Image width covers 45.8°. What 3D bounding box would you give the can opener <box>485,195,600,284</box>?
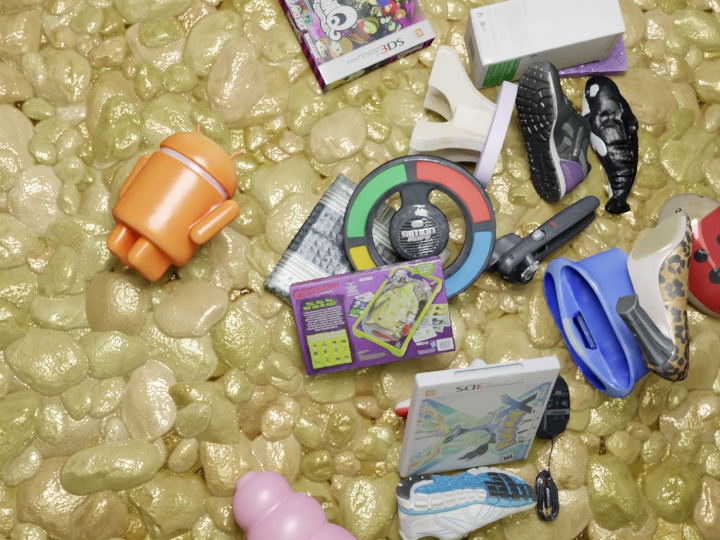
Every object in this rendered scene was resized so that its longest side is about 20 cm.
[{"bbox_3d":[0.257,-0.048,1.177,0.198,0.064,0.079,-31,68,-17],"label":"can opener"}]

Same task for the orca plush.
[{"bbox_3d":[0.362,-0.186,1.217,0.103,0.071,0.204,7,81,-10],"label":"orca plush"}]

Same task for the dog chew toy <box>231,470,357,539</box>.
[{"bbox_3d":[-0.082,0.332,1.040,0.124,0.125,0.201,-39,83,-13],"label":"dog chew toy"}]

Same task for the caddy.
[{"bbox_3d":[0.319,0.069,1.139,0.104,0.141,0.203,-25,87,-16],"label":"caddy"}]

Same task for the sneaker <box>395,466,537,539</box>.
[{"bbox_3d":[0.136,0.314,1.116,0.196,0.075,0.088,0,109,-14],"label":"sneaker"}]

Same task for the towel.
[{"bbox_3d":[0.000,0.000,1.148,0.198,0.035,0.194,34,75,-2],"label":"towel"}]

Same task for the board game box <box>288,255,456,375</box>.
[{"bbox_3d":[0.016,0.059,1.089,0.196,0.032,0.122,-10,105,6],"label":"board game box"}]

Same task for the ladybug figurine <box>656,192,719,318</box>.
[{"bbox_3d":[0.508,-0.022,1.221,0.135,0.072,0.201,-34,90,-13],"label":"ladybug figurine"}]

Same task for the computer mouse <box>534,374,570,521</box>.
[{"bbox_3d":[0.253,0.238,1.162,0.058,0.034,0.204,9,84,-39],"label":"computer mouse"}]

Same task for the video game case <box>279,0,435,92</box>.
[{"bbox_3d":[-0.016,-0.375,1.190,0.179,0.036,0.203,-25,87,-14],"label":"video game case"}]

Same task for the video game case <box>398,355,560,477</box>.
[{"bbox_3d":[0.145,0.188,1.073,0.179,0.202,0.022,-6,47,-11],"label":"video game case"}]

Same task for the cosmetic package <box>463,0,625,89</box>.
[{"bbox_3d":[0.249,-0.327,1.178,0.196,0.108,0.086,-12,83,2],"label":"cosmetic package"}]

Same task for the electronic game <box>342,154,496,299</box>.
[{"bbox_3d":[0.075,-0.048,1.086,0.196,0.042,0.204,1,114,3],"label":"electronic game"}]

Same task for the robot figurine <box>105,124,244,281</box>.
[{"bbox_3d":[-0.229,-0.087,1.069,0.116,0.143,0.202,39,76,-26],"label":"robot figurine"}]

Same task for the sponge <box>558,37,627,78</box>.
[{"bbox_3d":[0.324,-0.386,1.259,0.109,0.030,0.204,-7,85,-11],"label":"sponge"}]

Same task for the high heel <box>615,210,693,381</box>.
[{"bbox_3d":[0.394,0.033,1.075,0.143,0.071,0.201,50,59,-22],"label":"high heel"}]

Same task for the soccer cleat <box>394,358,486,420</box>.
[{"bbox_3d":[0.138,0.162,1.133,0.196,0.069,0.087,-2,71,-12],"label":"soccer cleat"}]

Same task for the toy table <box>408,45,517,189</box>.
[{"bbox_3d":[0.133,-0.193,1.133,0.115,0.200,0.187,18,113,3],"label":"toy table"}]

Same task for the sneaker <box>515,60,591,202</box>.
[{"bbox_3d":[0.272,-0.202,1.174,0.087,0.076,0.202,-30,127,-20],"label":"sneaker"}]
